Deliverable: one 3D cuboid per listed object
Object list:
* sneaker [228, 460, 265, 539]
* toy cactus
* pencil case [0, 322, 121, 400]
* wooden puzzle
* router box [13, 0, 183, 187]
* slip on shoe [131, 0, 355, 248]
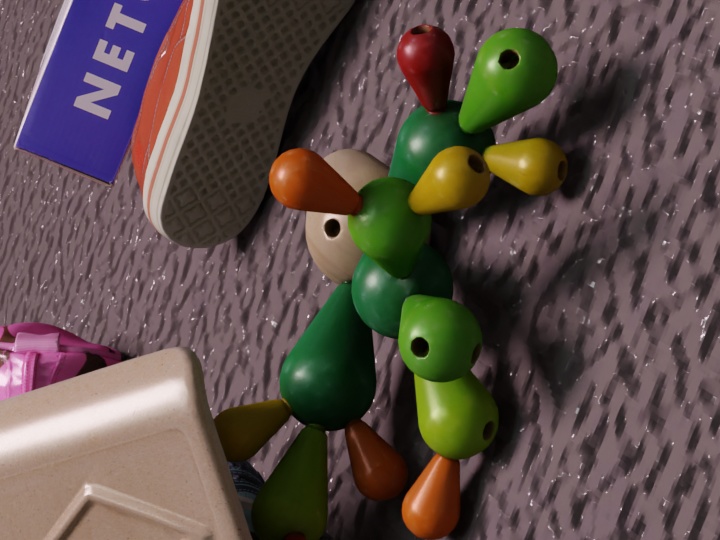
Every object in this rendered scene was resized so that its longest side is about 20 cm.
[{"bbox_3d":[-0.086,0.157,0.782,0.200,0.078,0.086,-54,20,20],"label":"sneaker"},{"bbox_3d":[0.000,0.000,0.687,0.165,0.102,0.200,-115,38,-66],"label":"toy cactus"},{"bbox_3d":[-0.167,0.121,0.920,0.094,0.091,0.200,57,-137,-79],"label":"pencil case"},{"bbox_3d":[-0.101,0.143,0.703,0.185,0.046,0.200,-18,86,25],"label":"wooden puzzle"},{"bbox_3d":[-0.100,-0.156,0.941,0.180,0.049,0.200,-106,39,-72],"label":"router box"},{"bbox_3d":[-0.049,-0.107,0.842,0.061,0.074,0.200,50,125,46],"label":"slip on shoe"}]
